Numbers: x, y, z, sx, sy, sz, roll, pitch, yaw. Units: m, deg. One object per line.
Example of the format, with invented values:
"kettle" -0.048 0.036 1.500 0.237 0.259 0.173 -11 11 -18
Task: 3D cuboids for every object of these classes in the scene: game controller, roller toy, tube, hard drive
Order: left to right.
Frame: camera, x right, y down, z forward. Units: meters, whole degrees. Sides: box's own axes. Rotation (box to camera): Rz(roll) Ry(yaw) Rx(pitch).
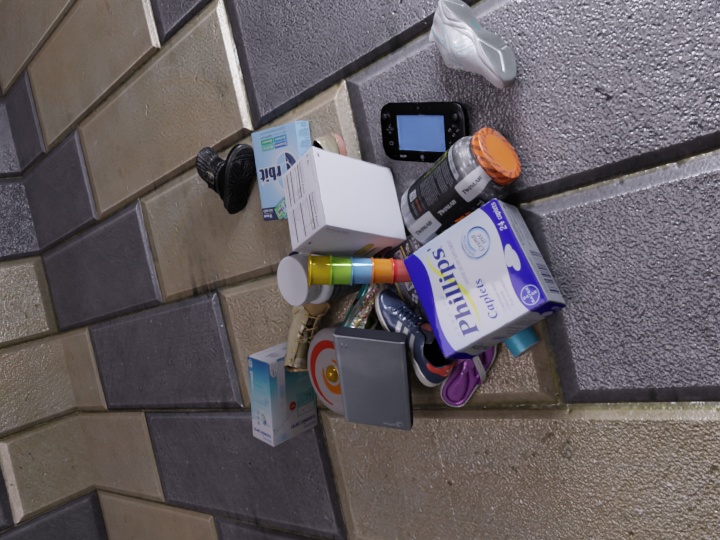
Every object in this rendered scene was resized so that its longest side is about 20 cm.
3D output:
"roller toy" -0.018 0.201 1.320 0.182 0.138 0.203 -44 70 42
"hard drive" 0.026 0.203 1.178 0.135 0.033 0.205 4 121 19
"game controller" 0.114 -0.251 1.146 0.197 0.041 0.108 13 109 43
"tube" 0.234 0.053 1.099 0.077 0.050 0.203 -35 70 9

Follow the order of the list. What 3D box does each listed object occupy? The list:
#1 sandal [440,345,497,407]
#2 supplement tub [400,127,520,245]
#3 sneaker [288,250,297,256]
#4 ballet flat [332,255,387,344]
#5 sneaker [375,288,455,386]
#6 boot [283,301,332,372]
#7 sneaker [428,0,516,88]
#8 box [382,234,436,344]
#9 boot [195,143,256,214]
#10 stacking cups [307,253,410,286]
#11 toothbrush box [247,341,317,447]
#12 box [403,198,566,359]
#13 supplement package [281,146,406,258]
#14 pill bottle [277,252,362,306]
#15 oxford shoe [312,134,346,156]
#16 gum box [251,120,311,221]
"sandal" 0.196 0.179 1.144 0.080 0.050 0.207 14 124 6
"supplement tub" 0.167 -0.138 1.065 0.200 0.121 0.125 -41 72 43
"sneaker" -0.103 -0.059 1.397 0.073 0.083 0.201 36 147 0
"ballet flat" 0.013 0.073 1.222 0.204 0.063 0.076 -63 8 -2
"sneaker" 0.105 0.108 1.153 0.202 0.074 0.085 54 140 10
"boot" -0.117 0.135 1.382 0.200 0.071 0.160 141 142 -60
"sneaker" 0.183 -0.360 1.040 0.203 0.069 0.081 58 142 26
"box" 0.110 0.048 1.219 0.160 0.048 0.204 -35 75 42
"boot" -0.336 -0.261 1.553 0.159 0.078 0.213 51 138 23
"stacking cups" 0.000 0.000 1.164 0.060 0.193 0.063 180 90 -80
"toothbrush box" -0.184 0.288 1.503 0.084 0.144 0.207 11 107 42
"box" 0.199 0.020 1.037 0.198 0.104 0.188 -34 68 28
"supplement package" -0.031 -0.117 1.187 0.110 0.196 0.160 -32 61 43
"pill bottle" -0.065 0.002 1.276 0.111 0.197 0.117 14 111 41
"oxford shoe" -0.062 -0.178 1.316 0.070 0.073 0.207 -11 92 45
"gum box" -0.171 -0.222 1.436 0.167 0.044 0.207 -1 99 46
